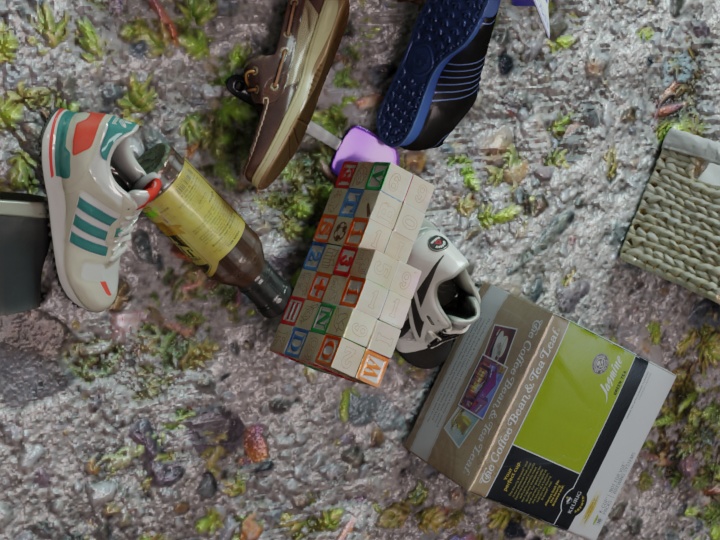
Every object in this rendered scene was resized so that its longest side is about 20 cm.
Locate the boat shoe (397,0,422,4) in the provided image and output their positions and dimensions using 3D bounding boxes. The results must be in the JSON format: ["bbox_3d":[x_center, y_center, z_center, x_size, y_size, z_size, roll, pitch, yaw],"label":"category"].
[{"bbox_3d":[0.049,-0.288,1.430,0.199,0.072,0.068,-9,105,-27],"label":"boat shoe"}]

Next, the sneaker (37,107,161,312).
[{"bbox_3d":[-0.222,-0.048,1.324,0.093,0.070,0.201,3,120,11],"label":"sneaker"}]

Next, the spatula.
[{"bbox_3d":[-0.046,-0.137,1.451,0.199,0.021,0.057,29,91,-29],"label":"spatula"}]

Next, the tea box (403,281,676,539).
[{"bbox_3d":[0.189,0.149,1.577,0.196,0.133,0.201,27,90,-34],"label":"tea box"}]

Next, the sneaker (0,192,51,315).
[{"bbox_3d":[-0.362,-0.014,1.291,0.199,0.075,0.107,2,99,-28],"label":"sneaker"}]

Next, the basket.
[{"bbox_3d":[0.422,-0.035,1.615,0.199,0.198,0.162,22,95,-30],"label":"basket"}]

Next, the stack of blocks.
[{"bbox_3d":[0.000,0.000,1.411,0.058,0.115,0.201,26,80,-32],"label":"stack of blocks"}]

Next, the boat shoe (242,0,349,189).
[{"bbox_3d":[-0.076,-0.175,1.394,0.072,0.072,0.201,21,83,5],"label":"boat shoe"}]

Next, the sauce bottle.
[{"bbox_3d":[-0.137,-0.031,1.408,0.065,0.065,0.200,-47,117,-8],"label":"sauce bottle"}]

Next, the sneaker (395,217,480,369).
[{"bbox_3d":[0.079,0.045,1.494,0.074,0.088,0.201,-38,145,-22],"label":"sneaker"}]

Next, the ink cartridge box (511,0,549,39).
[{"bbox_3d":[0.134,-0.346,1.377,0.198,0.043,0.201,58,30,-47],"label":"ink cartridge box"}]

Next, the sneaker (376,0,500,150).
[{"bbox_3d":[0.089,-0.204,1.456,0.078,0.070,0.201,0,130,-48],"label":"sneaker"}]
